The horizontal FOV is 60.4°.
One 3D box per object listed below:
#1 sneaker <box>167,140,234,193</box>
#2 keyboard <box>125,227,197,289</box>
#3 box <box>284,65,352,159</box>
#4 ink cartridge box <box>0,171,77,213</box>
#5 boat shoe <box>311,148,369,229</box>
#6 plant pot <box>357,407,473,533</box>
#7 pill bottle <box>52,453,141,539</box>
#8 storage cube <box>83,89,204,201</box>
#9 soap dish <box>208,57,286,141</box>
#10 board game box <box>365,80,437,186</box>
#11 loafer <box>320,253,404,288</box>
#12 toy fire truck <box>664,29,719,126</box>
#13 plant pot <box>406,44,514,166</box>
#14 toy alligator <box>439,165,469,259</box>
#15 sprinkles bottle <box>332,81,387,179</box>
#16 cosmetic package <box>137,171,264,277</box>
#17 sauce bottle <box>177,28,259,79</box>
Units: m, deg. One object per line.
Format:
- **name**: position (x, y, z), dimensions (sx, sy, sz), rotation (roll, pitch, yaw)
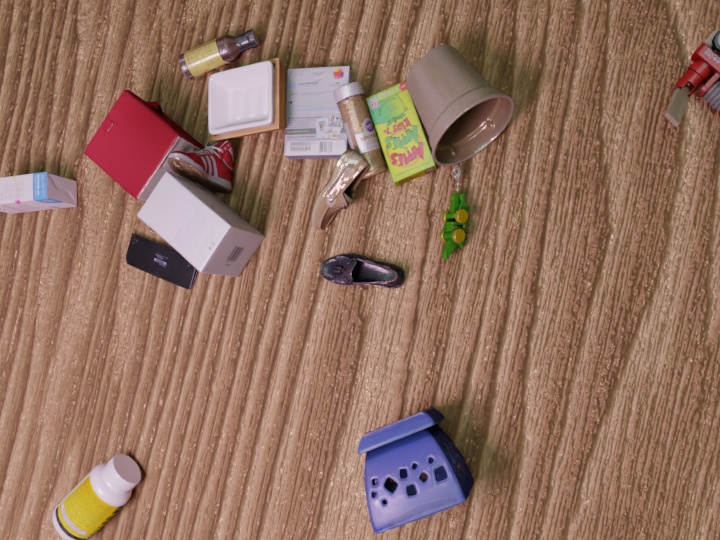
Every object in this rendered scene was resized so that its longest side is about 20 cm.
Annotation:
- **sneaker**: position (-0.356, -0.260, 1.406), dimensions (0.070, 0.199, 0.116), rotation (4, 79, 25)
- **keyboard**: position (-0.476, -0.046, 1.505), dimensions (0.196, 0.021, 0.130), rotation (21, 97, 12)
- **box**: position (-0.097, -0.363, 1.432), dimensions (0.151, 0.041, 0.206), rotation (1, 87, 12)
- **ink cartridge box**: position (-0.826, -0.192, 1.541), dimensions (0.194, 0.115, 0.070), rotation (-5, 85, 12)
- **boat shoe**: position (-0.046, -0.165, 1.365), dimensions (0.064, 0.071, 0.202), rotation (38, 121, 15)
- **plant pot**: position (0.106, 0.393, 1.261), dimensions (0.196, 0.200, 0.184), rotation (-23, 76, 10)
- **pill bottle**: position (-0.612, 0.529, 1.448), dimensions (0.200, 0.112, 0.113), rotation (-44, 79, 7)
- **storage cube**: position (-0.491, -0.276, 1.445), dimensions (0.179, 0.171, 0.202), rotation (38, 94, 11)
- **soap dish**: position (-0.258, -0.387, 1.429), dimensions (0.195, 0.081, 0.162), rotation (-3, 85, 27)
- **board game box**: position (0.091, -0.305, 1.383), dimensions (0.099, 0.048, 0.205), rotation (-20, 82, 10)
- **loafer**: position (0.000, 0.000, 1.374), dimensions (0.194, 0.063, 0.074), rotation (7, 87, 13)
- **toy fire truck**: position (0.702, -0.348, 1.224), dimensions (0.176, 0.128, 0.201), rotation (45, 108, 11)
- **plant pot**: position (0.193, -0.359, 1.306), dimensions (0.198, 0.200, 0.186), rotation (-33, 69, 8)
- **toy alligator**: position (0.215, -0.122, 1.344), dimensions (0.053, 0.059, 0.206), rotation (10, 86, -29)
- **sprinkles bottle**: position (0.000, -0.308, 1.372), dimensions (0.067, 0.068, 0.205), rotation (-17, 96, 10)
- **cosmetic package**: position (-0.350, -0.099, 1.388), dimensions (0.198, 0.199, 0.124), rotation (37, 94, 12)
- **sauce bottle**: position (-0.338, -0.521, 1.482), dimensions (0.195, 0.065, 0.066), rotation (-17, 83, 12)
